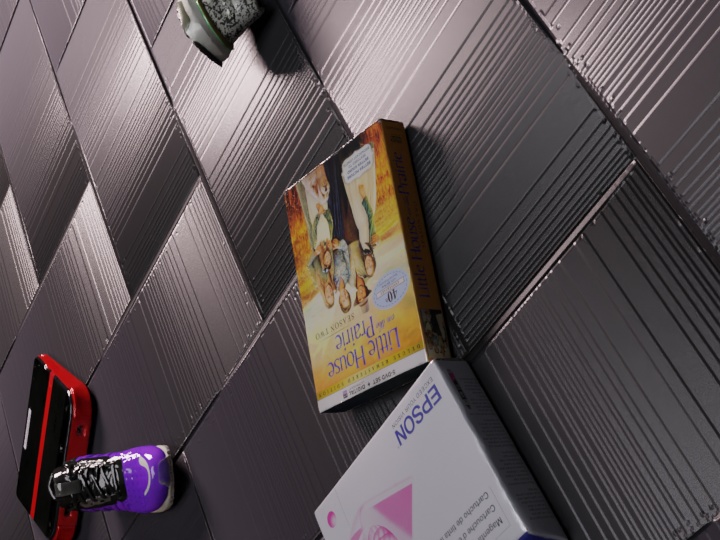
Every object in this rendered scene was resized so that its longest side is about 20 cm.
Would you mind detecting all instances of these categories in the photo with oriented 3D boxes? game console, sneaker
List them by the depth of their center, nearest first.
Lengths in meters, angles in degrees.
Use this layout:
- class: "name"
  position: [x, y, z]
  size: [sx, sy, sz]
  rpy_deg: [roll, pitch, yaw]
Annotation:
- class: "sneaker"
  position: [-0.141, -0.297, 1.075]
  size: [0.088, 0.077, 0.202]
  rpy_deg: [-28, 60, 13]
- class: "sneaker"
  position: [-0.275, 0.230, 1.152]
  size: [0.199, 0.098, 0.071]
  rpy_deg: [-19, 74, 50]
- class: "game console"
  position: [-0.390, 0.225, 1.363]
  size: [0.176, 0.031, 0.204]
  rpy_deg: [22, 104, 55]

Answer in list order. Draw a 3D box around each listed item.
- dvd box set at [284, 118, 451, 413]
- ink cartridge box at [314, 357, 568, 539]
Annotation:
- class: "dvd box set"
  position: [0.000, 0.000, 0.878]
  size: [0.146, 0.029, 0.203]
  rpy_deg: [-30, 63, 47]
- class: "ink cartridge box"
  position: [0.057, 0.204, 0.780]
  size: [0.197, 0.043, 0.202]
  rpy_deg: [-55, 46, 33]
